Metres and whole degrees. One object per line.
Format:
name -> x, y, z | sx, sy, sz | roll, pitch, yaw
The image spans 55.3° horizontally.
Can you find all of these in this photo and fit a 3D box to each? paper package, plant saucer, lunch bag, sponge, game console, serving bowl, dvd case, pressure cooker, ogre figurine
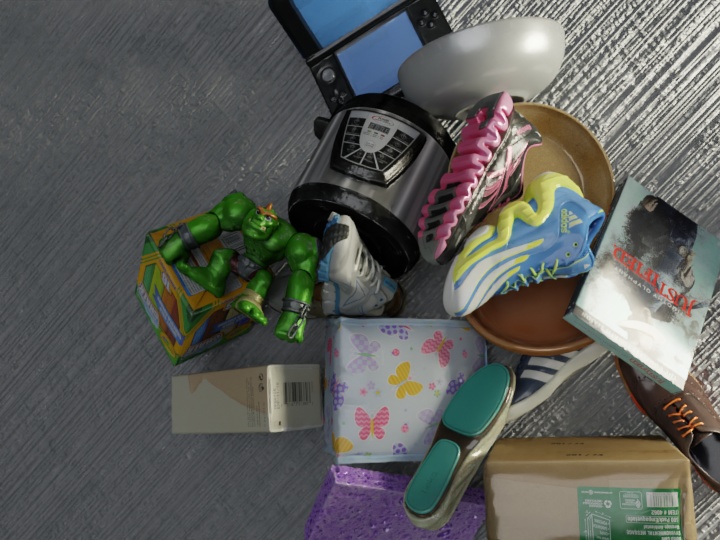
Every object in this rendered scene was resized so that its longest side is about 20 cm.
paper package -> 0.236, 0.240, 0.732 | 0.197, 0.190, 0.105 | -4, 84, 16
plant saucer -> 0.195, -0.093, 0.801 | 0.197, 0.035, 0.203 | 1, 81, -4
lunch bag -> 0.057, 0.143, 0.834 | 0.197, 0.127, 0.172 | 1, 85, -10
sponge -> 0.042, 0.287, 0.798 | 0.197, 0.030, 0.113 | 14, 118, -17
game console -> 0.007, -0.318, 0.905 | 0.198, 0.118, 0.172 | -28, 76, 13
plant saucer -> 0.212, 0.017, 0.805 | 0.197, 0.038, 0.202 | -10, 50, 12
serving bowl -> 0.145, -0.222, 0.810 | 0.197, 0.200, 0.067 | -12, 86, 16
dvd case -> 0.315, 0.010, 0.748 | 0.145, 0.022, 0.201 | 34, 64, -3
pressure cooker -> 0.021, -0.114, 0.837 | 0.177, 0.176, 0.202 | -3, 52, 49
ogre figurine -> -0.126, -0.016, 0.789 | 0.199, 0.098, 0.121 | 26, 75, 32

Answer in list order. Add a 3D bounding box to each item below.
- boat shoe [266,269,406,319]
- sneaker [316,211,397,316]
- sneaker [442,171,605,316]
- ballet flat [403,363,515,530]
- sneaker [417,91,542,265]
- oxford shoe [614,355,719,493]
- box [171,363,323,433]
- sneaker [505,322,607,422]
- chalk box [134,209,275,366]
boat shoe -> -0.041, 0.028, 0.908 | 0.197, 0.068, 0.076 | -1, 84, 18
sneaker -> 0.000, 0.000, 0.770 | 0.085, 0.200, 0.076 | 13, 69, 8
sneaker -> 0.177, -0.016, 0.714 | 0.105, 0.076, 0.200 | 34, 78, 36
ballet flat -> 0.113, 0.195, 0.765 | 0.067, 0.063, 0.201 | 22, 67, 42
sneaker -> 0.136, -0.088, 0.747 | 0.095, 0.079, 0.202 | 30, 85, -25
oxford shoe -> 0.362, 0.159, 0.762 | 0.071, 0.072, 0.201 | -42, 74, 10
box -> -0.149, 0.166, 0.879 | 0.198, 0.094, 0.079 | -12, 78, 39
sneaker -> 0.211, 0.103, 0.817 | 0.199, 0.075, 0.085 | -38, 75, -2
chalk box -> -0.215, 0.032, 0.913 | 0.125, 0.123, 0.200 | 55, 144, 16
